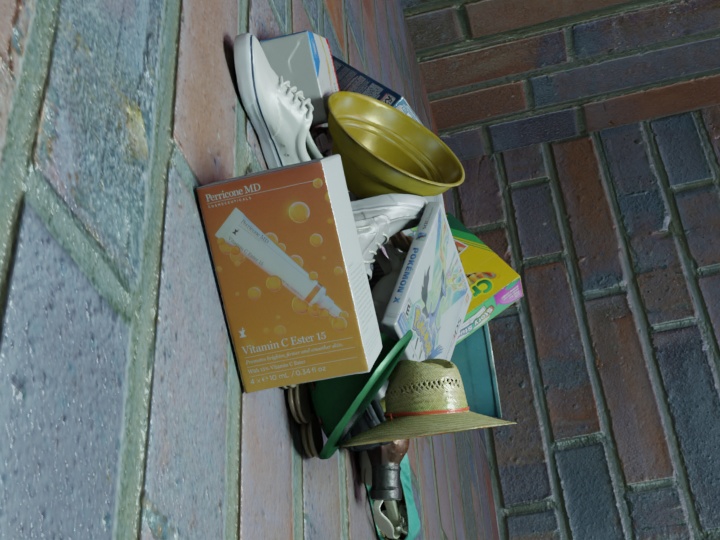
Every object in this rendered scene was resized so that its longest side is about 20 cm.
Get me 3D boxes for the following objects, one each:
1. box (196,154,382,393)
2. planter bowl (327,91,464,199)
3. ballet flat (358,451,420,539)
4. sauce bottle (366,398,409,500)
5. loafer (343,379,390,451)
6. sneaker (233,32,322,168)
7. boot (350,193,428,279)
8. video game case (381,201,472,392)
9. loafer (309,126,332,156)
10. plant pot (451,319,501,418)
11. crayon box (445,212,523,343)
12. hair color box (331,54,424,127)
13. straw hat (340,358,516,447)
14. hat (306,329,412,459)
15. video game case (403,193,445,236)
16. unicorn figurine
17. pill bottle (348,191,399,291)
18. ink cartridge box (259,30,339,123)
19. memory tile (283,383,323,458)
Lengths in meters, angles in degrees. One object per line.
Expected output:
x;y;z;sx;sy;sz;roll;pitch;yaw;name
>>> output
-0.064;0.001;1.012;0.097;0.124;0.200;-47;124;-78;box
0.027;-0.137;1.348;0.084;0.200;0.200;-58;-169;26;planter bowl
0.035;0.290;1.435;0.070;0.067;0.200;-44;122;-61;ballet flat
0.034;0.199;1.386;0.066;0.066;0.200;51;39;-70;sauce bottle
0.001;0.136;1.300;0.068;0.070;0.201;-86;169;-59;loafer
-0.091;-0.191;1.233;0.073;0.071;0.200;-90;165;-48;sneaker
0.001;-0.032;1.263;0.074;0.200;0.096;130;-53;-59;boot
0.087;0.047;1.312;0.200;0.022;0.183;65;40;-49;video game case
-0.046;-0.173;1.494;0.200;0.063;0.072;-70;148;-72;loafer
0.111;0.141;1.642;0.200;0.188;0.200;-8;90;-84;plant pot
0.109;0.028;1.570;0.173;0.200;0.058;45;-15;38;crayon box
0.008;-0.235;1.531;0.200;0.061;0.100;41;-4;44;hair color box
0.070;0.138;1.152;0.201;0.201;0.085;33;48;-76;straw hat
-0.055;0.081;1.169;0.200;0.176;0.166;-59;172;24;hat
0.039;-0.057;1.531;0.024;0.182;0.200;119;-32;-61;video game case
0.025;0.037;1.318;0.200;0.137;0.074;-60;-175;-7;unicorn figurine
0.000;0.000;1.412;0.114;0.114;0.200;15;64;-79;pill bottle
-0.072;-0.253;1.426;0.200;0.067;0.116;-50;128;-78;ink cartridge box
-0.065;0.101;1.213;0.200;0.017;0.154;-85;161;-57;memory tile
